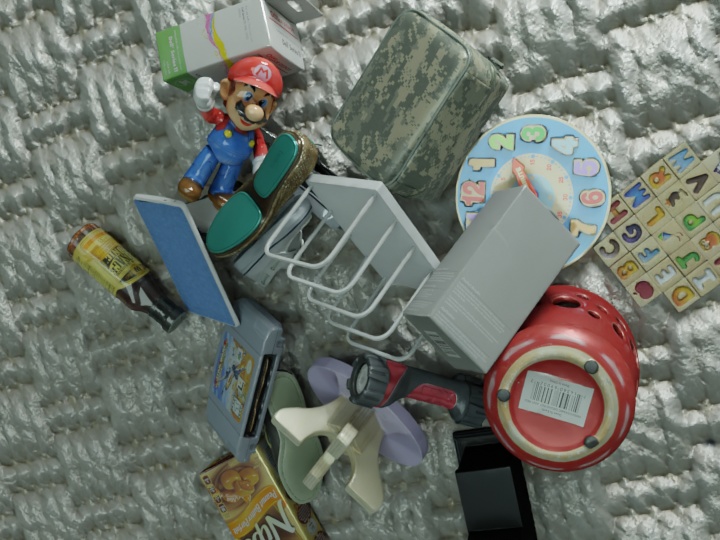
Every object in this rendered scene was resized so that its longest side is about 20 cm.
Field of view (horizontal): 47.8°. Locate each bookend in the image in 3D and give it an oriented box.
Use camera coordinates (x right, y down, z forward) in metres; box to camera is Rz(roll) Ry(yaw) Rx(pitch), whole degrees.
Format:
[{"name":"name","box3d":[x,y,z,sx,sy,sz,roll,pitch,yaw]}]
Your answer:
[{"name":"bookend","box3d":[0.168,0.338,1.056,0.090,0.200,0.203,-10,100,17]}]

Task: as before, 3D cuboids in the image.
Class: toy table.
[{"name":"toy table","box3d":[-0.016,0.225,1.101,0.198,0.117,0.186,33,143,15]}]

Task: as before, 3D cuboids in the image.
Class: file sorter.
[{"name":"file sorter","box3d":[0.000,0.000,1.000,0.137,0.126,0.201,14,152,49]}]

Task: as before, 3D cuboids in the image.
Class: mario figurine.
[{"name":"mario figurine","box3d":[-0.156,-0.167,1.012,0.105,0.123,0.203,35,111,20]}]

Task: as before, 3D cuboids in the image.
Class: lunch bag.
[{"name":"lunch bag","box3d":[0.082,-0.187,0.988,0.139,0.166,0.202,45,110,33]}]

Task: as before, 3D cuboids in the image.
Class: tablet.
[{"name":"tablet","box3d":[-0.241,-0.014,1.134,0.128,0.014,0.203,12,132,43]}]

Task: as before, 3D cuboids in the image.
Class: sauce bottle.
[{"name":"sauce bottle","box3d":[-0.345,0.013,1.210,0.199,0.066,0.066,38,109,3]}]

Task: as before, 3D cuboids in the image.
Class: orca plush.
[{"name":"orca plush","box3d":[-0.202,-0.059,1.149,0.196,0.107,0.071,-16,135,26]}]

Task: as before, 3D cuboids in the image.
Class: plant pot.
[{"name":"plant pot","box3d":[0.244,0.137,1.002,0.196,0.182,0.205,4,105,16]}]

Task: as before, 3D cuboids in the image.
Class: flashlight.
[{"name":"flashlight","box3d":[0.080,0.163,1.064,0.197,0.068,0.068,20,116,-24]}]

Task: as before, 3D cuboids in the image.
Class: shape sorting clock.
[{"name":"shape sorting clock","box3d":[0.218,-0.094,1.033,0.195,0.039,0.205,4,103,17]}]

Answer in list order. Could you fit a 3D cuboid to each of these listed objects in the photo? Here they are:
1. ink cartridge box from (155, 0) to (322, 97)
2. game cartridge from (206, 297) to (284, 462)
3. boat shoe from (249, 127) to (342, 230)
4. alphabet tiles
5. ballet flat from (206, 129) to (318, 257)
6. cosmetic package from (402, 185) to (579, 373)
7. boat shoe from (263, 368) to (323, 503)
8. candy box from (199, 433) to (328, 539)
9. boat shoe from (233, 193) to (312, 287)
[{"name":"ink cartridge box","box3d":[-0.149,-0.289,1.054,0.196,0.117,0.069,-13,85,19]},{"name":"game cartridge","box3d":[-0.169,0.151,1.160,0.132,0.041,0.204,29,108,49]},{"name":"boat shoe","box3d":[-0.080,-0.143,1.091,0.199,0.074,0.068,43,114,4]},{"name":"alphabet tiles","box3d":[0.398,-0.052,1.007,0.199,0.006,0.167,-40,89,20]},{"name":"ballet flat","box3d":[-0.118,-0.089,1.020,0.200,0.065,0.071,-45,66,25]},{"name":"cosmetic package","box3d":[0.155,0.009,0.962,0.107,0.090,0.201,44,75,-14]},{"name":"boat shoe","box3d":[-0.103,0.239,1.190,0.070,0.060,0.206,-16,104,-22]},{"name":"candy box","box3d":[-0.143,0.363,1.228,0.114,0.055,0.203,-28,92,21]},{"name":"boat shoe","box3d":[-0.104,-0.037,1.102,0.067,0.074,0.199,40,147,-11]}]
